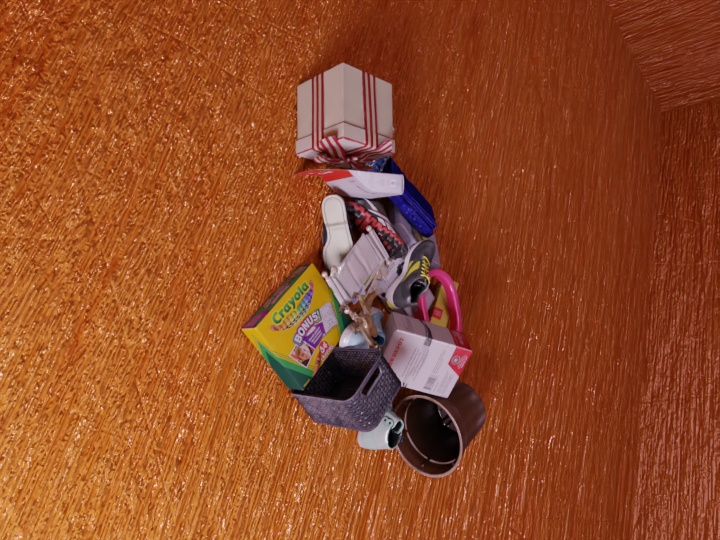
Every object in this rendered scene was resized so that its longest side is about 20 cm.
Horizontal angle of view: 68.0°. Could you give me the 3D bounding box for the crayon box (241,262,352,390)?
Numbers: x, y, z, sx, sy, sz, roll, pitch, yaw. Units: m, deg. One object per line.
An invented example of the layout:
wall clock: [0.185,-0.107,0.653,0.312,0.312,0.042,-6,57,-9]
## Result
crayon box: [-0.126,0.116,1.126,0.200,0.058,0.174,-52,121,-36]

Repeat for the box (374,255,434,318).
box: [0.100,0.039,1.361,0.201,0.060,0.117,56,51,-25]

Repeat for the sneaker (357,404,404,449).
sneaker: [0.067,0.322,1.260,0.073,0.117,0.203,28,66,-38]

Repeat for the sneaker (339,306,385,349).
sneaker: [0.025,0.147,1.228,0.200,0.081,0.075,-34,145,-61]

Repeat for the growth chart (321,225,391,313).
growth chart: [0.000,0.000,1.200,0.200,0.018,0.146,-50,130,-34]

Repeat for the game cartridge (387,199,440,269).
game cartridge: [0.144,-0.092,1.398,0.200,0.041,0.134,41,35,-35]

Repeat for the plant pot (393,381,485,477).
plant pot: [0.212,0.386,1.359,0.197,0.198,0.203,-12,94,-52]

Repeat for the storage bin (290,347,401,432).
storage bin: [-0.031,0.242,1.110,0.136,0.198,0.094,-51,120,-35]

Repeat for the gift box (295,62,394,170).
gift box: [-0.030,-0.326,1.176,0.183,0.199,0.190,3,85,-39]

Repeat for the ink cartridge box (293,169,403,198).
ink cartridge box: [-0.029,-0.186,1.152,0.197,0.160,0.048,-1,95,-25]

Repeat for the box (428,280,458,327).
box: [0.206,0.122,1.442,0.050,0.075,0.202,25,66,-5]

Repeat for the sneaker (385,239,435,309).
sneaker: [0.142,0.014,1.293,0.074,0.084,0.201,43,67,-33]

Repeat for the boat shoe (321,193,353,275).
boat shoe: [-0.052,-0.078,1.215,0.066,0.073,0.202,-75,156,-70]

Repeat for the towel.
towel: [0.126,-0.192,1.372,0.200,0.049,0.149,44,30,-28]

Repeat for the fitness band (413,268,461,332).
fitness band: [0.199,0.097,1.367,0.142,0.037,0.203,-6,85,-38]

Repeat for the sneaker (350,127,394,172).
sneaker: [0.030,-0.275,1.309,0.075,0.076,0.203,18,79,-44]

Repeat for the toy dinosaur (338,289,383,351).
toy dinosaur: [0.006,0.097,1.159,0.101,0.058,0.201,43,28,-28]

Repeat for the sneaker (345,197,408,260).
sneaker: [0.043,-0.111,1.282,0.200,0.071,0.098,39,48,-7]

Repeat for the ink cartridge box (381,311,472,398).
ink cartridge box: [0.139,0.200,1.262,0.198,0.084,0.146,17,113,-15]
